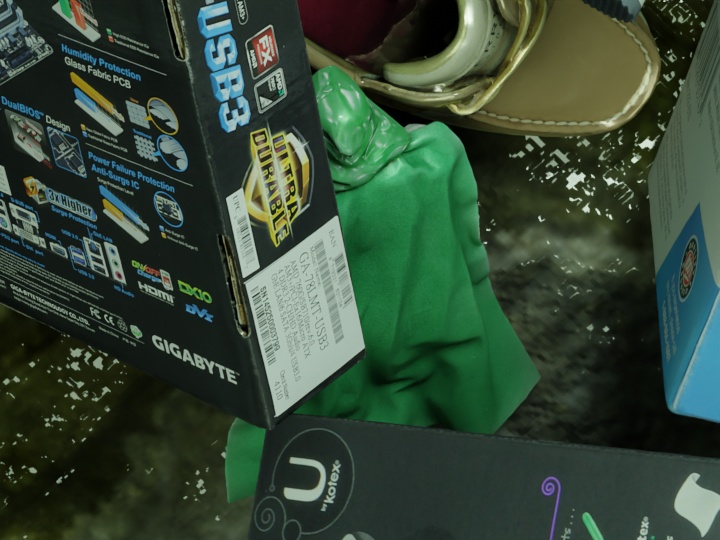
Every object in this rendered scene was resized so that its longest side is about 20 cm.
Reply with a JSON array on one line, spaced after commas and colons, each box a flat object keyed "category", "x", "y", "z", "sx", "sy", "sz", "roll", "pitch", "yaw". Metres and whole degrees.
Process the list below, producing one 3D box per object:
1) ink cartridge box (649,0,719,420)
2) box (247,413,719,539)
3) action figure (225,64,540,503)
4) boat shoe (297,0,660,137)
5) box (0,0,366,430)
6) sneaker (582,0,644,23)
[{"category": "ink cartridge box", "x": 0.154, "y": -0.068, "z": 0.802, "sx": 0.084, "sy": 0.145, "sz": 0.201, "roll": 14, "pitch": 121, "yaw": -4}, {"category": "box", "x": 0.073, "y": 0.110, "z": 0.860, "sx": 0.199, "sy": 0.122, "sz": 0.107, "roll": 4, "pitch": 81, "yaw": 38}, {"category": "action figure", "x": 0.000, "y": 0.000, "z": 0.882, "sx": 0.118, "sy": 0.055, "sz": 0.200, "roll": -25, "pitch": 152, "yaw": -12}, {"category": "boat shoe", "x": 0.017, "y": -0.078, "z": 0.843, "sx": 0.199, "sy": 0.066, "sz": 0.074, "roll": 16, "pitch": 108, "yaw": -33}, {"category": "box", "x": -0.097, "y": -0.072, "z": 0.806, "sx": 0.200, "sy": 0.050, "sz": 0.199, "roll": 22, "pitch": 135, "yaw": 39}, {"category": "sneaker", "x": 0.027, "y": -0.165, "z": 0.796, "sx": 0.200, "sy": 0.070, "sz": 0.082, "roll": 42, "pitch": 89, "yaw": -5}]
